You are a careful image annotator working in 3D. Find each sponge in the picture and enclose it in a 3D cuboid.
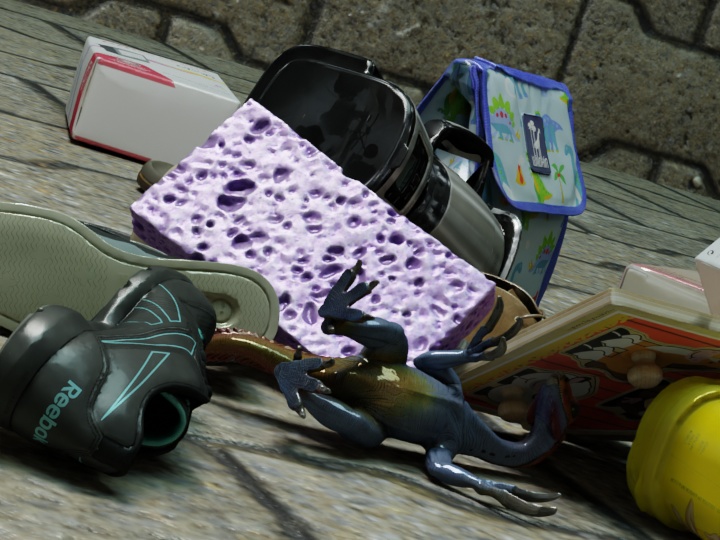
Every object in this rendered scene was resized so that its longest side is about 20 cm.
[{"bbox_3d":[-0.028,-0.007,1.200,0.200,0.112,0.030,37,-28,19],"label":"sponge"}]

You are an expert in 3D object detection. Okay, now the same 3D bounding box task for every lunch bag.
[{"bbox_3d":[0.092,-0.062,1.587,0.127,0.201,0.170,22,9,28],"label":"lunch bag"}]

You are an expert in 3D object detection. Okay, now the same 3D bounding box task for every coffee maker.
[{"bbox_3d":[-0.012,-0.052,1.416,0.191,0.135,0.200,-5,-30,27],"label":"coffee maker"}]

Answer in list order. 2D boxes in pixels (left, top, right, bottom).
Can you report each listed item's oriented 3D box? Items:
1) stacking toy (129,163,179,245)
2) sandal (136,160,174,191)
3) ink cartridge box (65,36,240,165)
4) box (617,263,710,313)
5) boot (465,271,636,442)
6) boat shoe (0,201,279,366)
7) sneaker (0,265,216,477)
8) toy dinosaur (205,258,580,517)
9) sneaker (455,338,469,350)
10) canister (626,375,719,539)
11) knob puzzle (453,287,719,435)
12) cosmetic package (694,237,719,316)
[{"bbox_3d":[-0.049,0.009,1.320,0.199,0.086,0.085,27,10,8],"label":"stacking toy"},{"bbox_3d":[-0.091,-0.065,1.706,0.199,0.055,0.082,21,9,16],"label":"sandal"},{"bbox_3d":[-0.203,-0.158,1.957,0.147,0.086,0.200,16,11,-14],"label":"ink cartridge box"},{"bbox_3d":[0.268,0.069,1.439,0.128,0.109,0.200,23,11,33],"label":"box"},{"bbox_3d":[0.109,0.054,1.326,0.199,0.076,0.074,22,8,17],"label":"boot"},{"bbox_3d":[-0.147,0.013,1.128,0.199,0.072,0.068,15,-9,-13],"label":"boat shoe"},{"bbox_3d":[-0.108,0.054,0.964,0.079,0.076,0.200,34,18,10],"label":"sneaker"},{"bbox_3d":[0.032,0.061,1.112,0.199,0.105,0.181,12,-15,38],"label":"toy dinosaur"},{"bbox_3d":[0.000,0.000,1.254,0.199,0.091,0.067,29,-19,7],"label":"sneaker"},{"bbox_3d":[0.259,0.137,1.092,0.148,0.087,0.200,12,12,-32],"label":"canister"},{"bbox_3d":[0.164,0.073,1.198,0.218,0.031,0.220,-1,-24,0],"label":"knob puzzle"},{"bbox_3d":[0.292,0.078,1.232,0.151,0.052,0.201,32,-28,50],"label":"cosmetic package"}]
